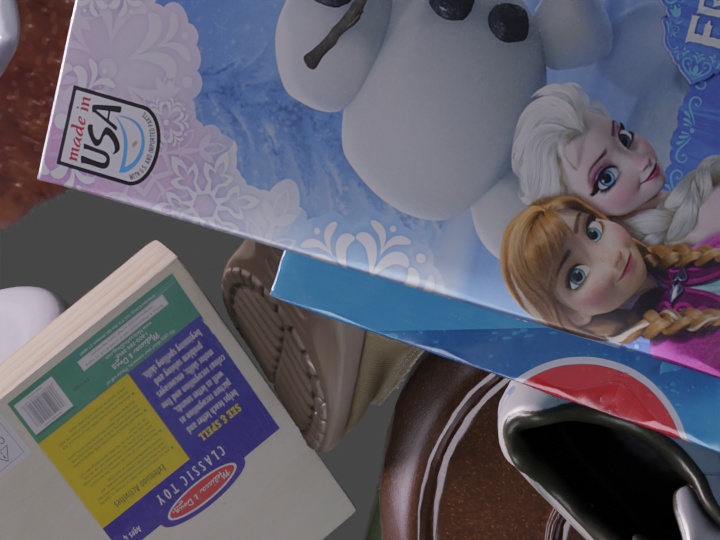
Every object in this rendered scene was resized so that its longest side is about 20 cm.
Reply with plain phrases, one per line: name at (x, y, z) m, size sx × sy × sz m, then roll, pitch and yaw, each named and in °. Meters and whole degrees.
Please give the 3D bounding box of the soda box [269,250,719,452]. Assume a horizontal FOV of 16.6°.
soda box at (0.080, 0.007, 0.694) m, size 0.199 × 0.068 × 0.064 m, roll 19°, pitch -176°, yaw 5°

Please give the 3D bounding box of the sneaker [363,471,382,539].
sneaker at (0.024, 0.155, 0.979) m, size 0.067 × 0.090 × 0.201 m, roll 18°, pitch 141°, yaw 14°

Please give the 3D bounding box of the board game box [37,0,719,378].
board game box at (0.033, -0.095, 0.628) m, size 0.198 × 0.043 × 0.201 m, roll 16°, pitch 100°, yaw 16°

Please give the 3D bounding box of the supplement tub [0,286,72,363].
supplement tub at (-0.110, 0.114, 0.989) m, size 0.122 × 0.123 × 0.200 m, roll -10°, pitch 129°, yaw 39°

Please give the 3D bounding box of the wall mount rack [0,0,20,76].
wall mount rack at (-0.181, -0.132, 0.786) m, size 0.199 × 0.075 × 0.174 m, roll 15°, pitch 141°, yaw 15°

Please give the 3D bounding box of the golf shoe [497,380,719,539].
golf shoe at (0.121, 0.093, 0.741) m, size 0.199 × 0.097 × 0.079 m, roll 35°, pitch 111°, yaw 13°

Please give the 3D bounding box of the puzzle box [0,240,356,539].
puzzle box at (-0.112, 0.101, 0.899) m, size 0.133 × 0.200 × 0.025 m, roll 56°, pitch 169°, yaw -28°

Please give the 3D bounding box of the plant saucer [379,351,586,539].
plant saucer at (0.092, 0.091, 0.825) m, size 0.199 × 0.032 × 0.202 m, roll 5°, pitch 102°, yaw 23°

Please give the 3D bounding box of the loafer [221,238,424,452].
loafer at (0.000, 0.000, 0.831) m, size 0.076 × 0.068 × 0.200 m, roll 58°, pitch 163°, yaw 16°
